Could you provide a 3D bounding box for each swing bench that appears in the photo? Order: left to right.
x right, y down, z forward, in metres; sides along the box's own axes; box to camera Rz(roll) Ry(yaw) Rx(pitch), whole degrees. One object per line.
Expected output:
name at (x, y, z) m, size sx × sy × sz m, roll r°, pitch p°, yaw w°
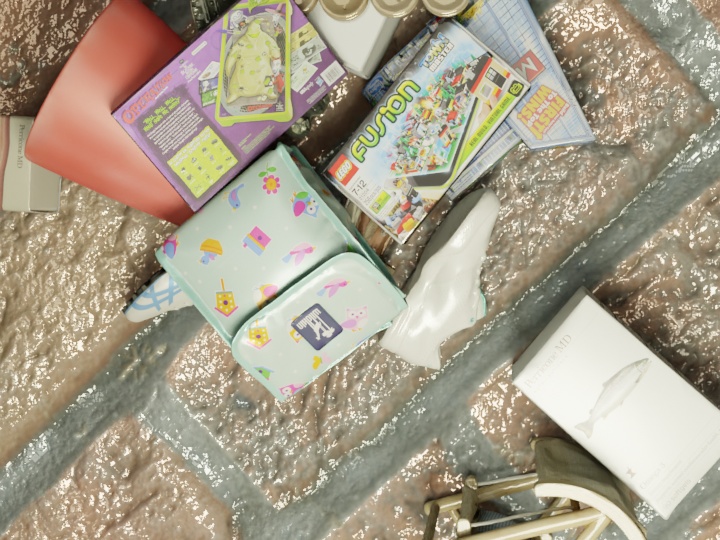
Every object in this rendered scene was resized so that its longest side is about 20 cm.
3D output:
swing bench at (0.168, 0.254, 1.186) m, size 0.199 × 0.199 × 0.131 m, roll -34°, pitch 89°, yaw 7°

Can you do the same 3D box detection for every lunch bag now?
lunch bag at (-0.072, 0.005, 1.173) m, size 0.170 × 0.122 × 0.201 m, roll -37°, pitch 89°, yaw 6°

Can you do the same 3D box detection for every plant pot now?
plant pot at (-0.211, -0.149, 1.221) m, size 0.176 × 0.201 × 0.202 m, roll 32°, pitch 97°, yaw -7°

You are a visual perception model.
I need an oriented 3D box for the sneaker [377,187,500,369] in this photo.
sneaker at (0.101, 0.011, 1.249) m, size 0.088 × 0.075 × 0.201 m, roll 29°, pitch 109°, yaw -7°

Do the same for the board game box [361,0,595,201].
board game box at (0.135, -0.173, 1.232) m, size 0.200 × 0.062 × 0.200 m, roll -41°, pitch 87°, yaw 8°

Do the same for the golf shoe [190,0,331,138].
golf shoe at (-0.115, -0.216, 1.203) m, size 0.077 × 0.088 × 0.201 m, roll -43°, pitch 126°, yaw -10°

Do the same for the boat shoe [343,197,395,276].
boat shoe at (0.000, 0.000, 1.255) m, size 0.071 × 0.076 × 0.203 m, roll 18°, pitch 97°, yaw 3°

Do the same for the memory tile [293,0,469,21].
memory tile at (0.010, -0.316, 1.151) m, size 0.197 × 0.017 × 0.156 m, roll 1°, pitch 93°, yaw 6°

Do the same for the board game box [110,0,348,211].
board game box at (-0.121, -0.167, 1.137) m, size 0.200 × 0.032 × 0.120 m, roll -42°, pitch 112°, yaw -6°

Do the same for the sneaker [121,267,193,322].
sneaker at (-0.162, 0.011, 1.278) m, size 0.198 × 0.072 × 0.073 m, roll -27°, pitch 97°, yaw 11°

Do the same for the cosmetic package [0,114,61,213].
cosmetic package at (-0.427, -0.118, 1.292) m, size 0.197 × 0.087 × 0.105 m, roll 3°, pitch 93°, yaw 7°

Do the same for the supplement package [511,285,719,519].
supplement package at (0.260, 0.127, 1.208) m, size 0.199 × 0.117 × 0.117 m, roll 41°, pitch 98°, yaw 3°

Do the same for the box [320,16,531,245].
box at (0.064, -0.137, 1.195) m, size 0.110 × 0.035 × 0.201 m, roll 39°, pitch 97°, yaw 3°

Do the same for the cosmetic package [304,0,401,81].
cosmetic package at (0.015, -0.299, 1.215) m, size 0.080 × 0.113 × 0.202 m, roll 27°, pitch 94°, yaw 5°
